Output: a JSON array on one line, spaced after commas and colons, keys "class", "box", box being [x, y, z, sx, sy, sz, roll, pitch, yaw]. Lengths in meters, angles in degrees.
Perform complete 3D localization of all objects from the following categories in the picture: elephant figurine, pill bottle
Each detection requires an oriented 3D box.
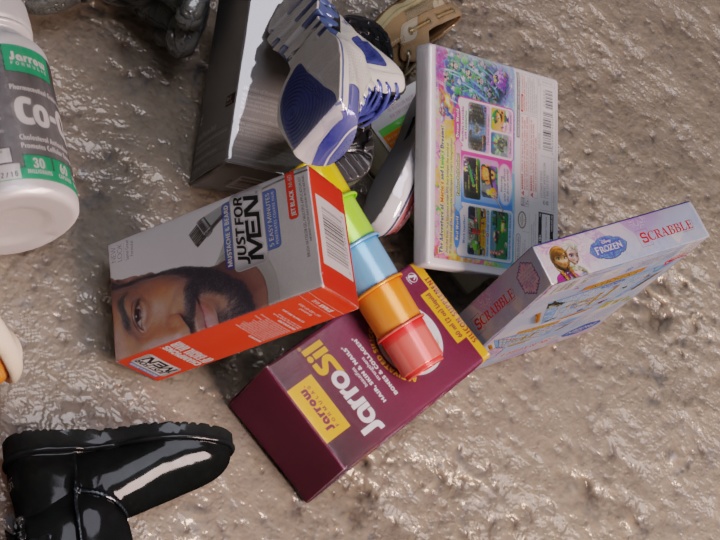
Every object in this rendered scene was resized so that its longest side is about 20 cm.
[{"class": "elephant figurine", "box": [-0.228, -0.287, 1.387, 0.198, 0.143, 0.155, 19, 19, -4]}, {"class": "pill bottle", "box": [-0.305, -0.125, 1.255, 0.112, 0.113, 0.202, -4, 66, -30]}]

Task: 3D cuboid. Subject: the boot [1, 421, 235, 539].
[{"class": "boot", "box": [-0.184, 0.204, 1.161, 0.196, 0.073, 0.164, 0, 61, -21]}]

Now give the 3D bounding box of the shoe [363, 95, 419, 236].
[{"class": "shoe", "box": [0.074, -0.094, 1.417, 0.091, 0.071, 0.201, 35, 52, -15]}]

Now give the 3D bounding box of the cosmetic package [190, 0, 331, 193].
[{"class": "cosmetic package", "box": [-0.088, -0.175, 1.374, 0.089, 0.107, 0.202, 9, 76, -23]}]

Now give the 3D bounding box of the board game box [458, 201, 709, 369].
[{"class": "board game box", "box": [0.187, 0.019, 1.389, 0.199, 0.200, 0.041, -15, 70, -35]}]

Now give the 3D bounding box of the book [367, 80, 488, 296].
[{"class": "book", "box": [0.091, -0.091, 1.498, 0.133, 0.048, 0.201, -34, 84, -39]}]

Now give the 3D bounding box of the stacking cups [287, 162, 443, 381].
[{"class": "stacking cups", "box": [0.000, 0.000, 1.278, 0.060, 0.060, 0.201, -23, 79, -36]}]

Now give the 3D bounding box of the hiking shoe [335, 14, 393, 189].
[{"class": "hiking shoe", "box": [-0.023, -0.147, 1.411, 0.075, 0.101, 0.201, 18, 55, -11]}]

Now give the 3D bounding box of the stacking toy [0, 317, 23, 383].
[{"class": "stacking toy", "box": [-0.365, 0.076, 1.124, 0.200, 0.146, 0.146, -40, 85, -19]}]

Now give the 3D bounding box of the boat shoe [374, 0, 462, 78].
[{"class": "boat shoe", "box": [0.042, -0.230, 1.533, 0.064, 0.071, 0.200, 41, 50, -1]}]

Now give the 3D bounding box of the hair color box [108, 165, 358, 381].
[{"class": "hair color box", "box": [-0.107, 0.004, 1.239, 0.064, 0.199, 0.112, 33, 42, -54]}]

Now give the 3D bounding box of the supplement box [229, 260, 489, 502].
[{"class": "supplement box", "box": [0.001, 0.094, 1.316, 0.199, 0.086, 0.111, -34, 83, -38]}]

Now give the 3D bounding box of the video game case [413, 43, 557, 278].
[{"class": "video game case", "box": [0.119, -0.094, 1.404, 0.181, 0.024, 0.202, 8, 80, -43]}]

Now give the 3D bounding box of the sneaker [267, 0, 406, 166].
[{"class": "sneaker", "box": [-0.008, -0.155, 1.275, 0.115, 0.080, 0.200, 32, 29, -30]}]
